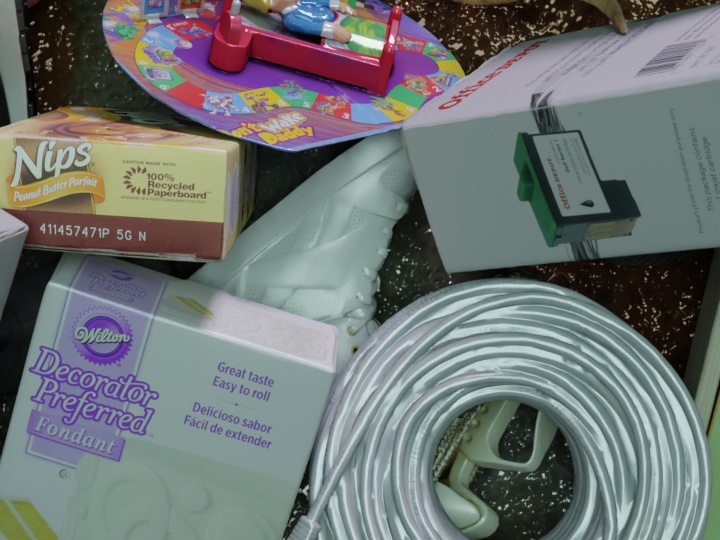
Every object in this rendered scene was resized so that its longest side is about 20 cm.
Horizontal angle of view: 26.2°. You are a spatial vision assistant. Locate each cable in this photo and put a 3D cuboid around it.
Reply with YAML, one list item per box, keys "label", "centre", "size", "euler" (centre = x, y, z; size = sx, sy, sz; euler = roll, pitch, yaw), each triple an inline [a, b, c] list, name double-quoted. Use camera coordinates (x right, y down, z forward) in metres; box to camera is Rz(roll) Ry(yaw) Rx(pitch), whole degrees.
- label: "cable"
  centre: [0.073, 0.107, 0.779]
  size: [0.198, 0.069, 0.202]
  euler: [18, 86, 4]

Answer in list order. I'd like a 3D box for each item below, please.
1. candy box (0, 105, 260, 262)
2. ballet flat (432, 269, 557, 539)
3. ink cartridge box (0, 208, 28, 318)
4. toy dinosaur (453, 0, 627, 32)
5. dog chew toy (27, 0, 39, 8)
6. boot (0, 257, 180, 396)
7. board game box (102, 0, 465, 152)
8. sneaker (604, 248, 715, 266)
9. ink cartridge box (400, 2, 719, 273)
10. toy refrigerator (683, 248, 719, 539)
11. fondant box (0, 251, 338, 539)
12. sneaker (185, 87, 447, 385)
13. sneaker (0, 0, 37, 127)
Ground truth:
- label: "candy box"
  centre: [-0.115, -0.049, 0.788]
  size: [0.114, 0.200, 0.056]
  euler: [5, 99, 0]
- label: "ballet flat"
  centre: [0.060, 0.096, 0.843]
  size: [0.075, 0.068, 0.201]
  euler: [30, 84, 25]
- label: "ink cartridge box"
  centre: [-0.251, 0.040, 0.696]
  size: [0.147, 0.085, 0.202]
  euler: [30, 111, 16]
- label: "toy dinosaur"
  centre: [0.085, -0.169, 0.857]
  size: [0.198, 0.060, 0.107]
  euler: [12, 69, 35]
- label: "dog chew toy"
  centre: [-0.258, -0.176, 0.843]
  size: [0.197, 0.125, 0.126]
  euler: [-5, 86, -9]
- label: "boot"
  centre: [-0.196, 0.039, 0.800]
  size: [0.198, 0.132, 0.070]
  euler: [-25, 85, 11]
- label: "board game box"
  centre: [-0.032, -0.128, 0.804]
  size: [0.198, 0.039, 0.158]
  euler: [-16, 46, -38]
- label: "sneaker"
  centre: [0.213, -0.076, 0.867]
  size: [0.198, 0.075, 0.107]
  euler: [-18, 76, -4]
- label: "ink cartridge box"
  centre: [0.141, -0.070, 0.756]
  size: [0.198, 0.146, 0.085]
  euler: [-6, 110, 38]
- label: "toy refrigerator"
  centre: [0.212, 0.055, 0.807]
  size: [0.075, 0.070, 0.202]
  euler: [11, 112, 5]
- label: "fondant box"
  centre: [-0.107, 0.106, 0.772]
  size: [0.143, 0.058, 0.202]
  euler: [17, 108, -5]
- label: "sneaker"
  centre: [0.000, 0.000, 0.856]
  size: [0.199, 0.074, 0.116]
  euler: [-40, 89, 7]
- label: "sneaker"
  centre: [-0.217, -0.105, 0.814]
  size: [0.086, 0.076, 0.202]
  euler: [-3, 130, -9]
